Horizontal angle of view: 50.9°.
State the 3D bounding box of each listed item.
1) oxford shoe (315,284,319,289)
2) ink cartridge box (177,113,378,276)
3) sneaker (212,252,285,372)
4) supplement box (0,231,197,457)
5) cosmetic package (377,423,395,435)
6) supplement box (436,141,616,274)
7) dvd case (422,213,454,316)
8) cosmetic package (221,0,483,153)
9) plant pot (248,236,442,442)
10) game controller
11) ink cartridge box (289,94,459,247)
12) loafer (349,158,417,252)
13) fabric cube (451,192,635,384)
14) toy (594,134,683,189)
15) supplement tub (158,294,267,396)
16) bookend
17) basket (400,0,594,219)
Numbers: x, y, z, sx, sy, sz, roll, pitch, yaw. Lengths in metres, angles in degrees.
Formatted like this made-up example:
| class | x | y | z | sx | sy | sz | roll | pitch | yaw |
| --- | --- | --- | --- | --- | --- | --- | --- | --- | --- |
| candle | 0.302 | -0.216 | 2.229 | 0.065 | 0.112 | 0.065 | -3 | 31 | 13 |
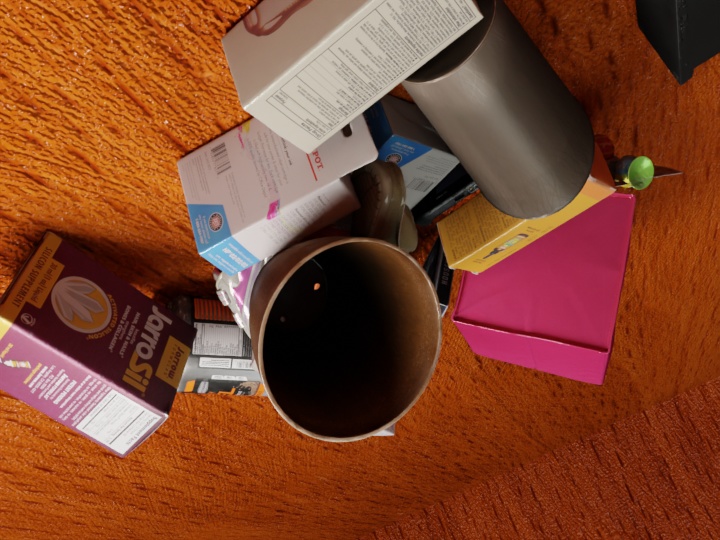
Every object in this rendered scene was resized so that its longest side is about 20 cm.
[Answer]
| class | x | y | z | sx | sy | sz | roll | pitch | yaw |
| --- | --- | --- | --- | --- | --- | --- | --- | --- | --- |
| oxford shoe | -0.058 | 0.001 | 1.002 | 0.072 | 0.072 | 0.201 | -29 | 163 | -23 |
| ink cartridge box | -0.075 | -0.095 | 0.754 | 0.196 | 0.117 | 0.068 | -26 | 153 | 10 |
| sneaker | -0.130 | 0.022 | 0.902 | 0.085 | 0.206 | 0.081 | -1 | -169 | -3 |
| supplement box | -0.292 | 0.081 | 0.808 | 0.198 | 0.133 | 0.103 | 37 | 124 | -23 |
| cosmetic package | 0.013 | 0.133 | 1.115 | 0.072 | 0.206 | 0.101 | -4 | 160 | 23 |
| supplement box | 0.179 | -0.070 | 0.848 | 0.066 | 0.070 | 0.199 | 10 | 144 | -45 |
| dvd case | 0.096 | 0.038 | 1.082 | 0.024 | 0.153 | 0.202 | 16 | 144 | -4 |
| cosmetic package | -0.010 | -0.206 | 0.641 | 0.198 | 0.089 | 0.103 | -34 | 151 | 19 |
| plant pot | -0.043 | 0.046 | 0.778 | 0.182 | 0.193 | 0.199 | -8 | -166 | -22 |
| game controller | 0.135 | -0.125 | 0.878 | 0.198 | 0.042 | 0.105 | -34 | -166 | 21 |
| ink cartridge box | 0.005 | -0.098 | 0.858 | 0.114 | 0.069 | 0.200 | 8 | 140 | -42 |
| loafer | 0.027 | -0.055 | 0.803 | 0.066 | 0.078 | 0.201 | -13 | 159 | -11 |
| fabric cube | 0.242 | 0.016 | 0.991 | 0.195 | 0.201 | 0.199 | 11 | 167 | 20 |
| toy | 0.277 | -0.138 | 0.918 | 0.112 | 0.200 | 0.049 | -12 | 110 | -17 |
| supplement tub | -0.180 | 0.098 | 0.988 | 0.194 | 0.125 | 0.123 | 6 | 144 | -19 |
| bookend | 0.366 | -0.312 | 0.715 | 0.197 | 0.094 | 0.198 | -31 | 152 | 14 |
| basket | 0.124 | -0.170 | 0.730 | 0.135 | 0.183 | 0.199 | -34 | 140 | 19 |
